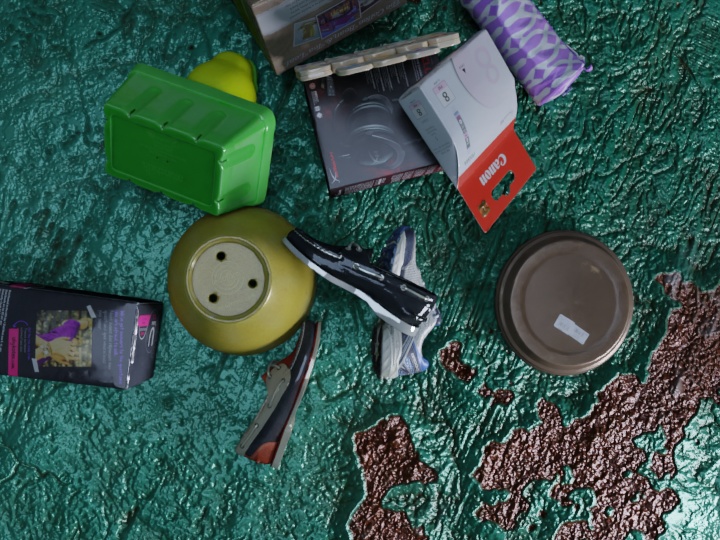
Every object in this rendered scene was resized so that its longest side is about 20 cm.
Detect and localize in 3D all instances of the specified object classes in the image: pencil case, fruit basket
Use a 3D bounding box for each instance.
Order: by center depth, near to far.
[{"bbox_3d":[-0.197,-0.184,0.809,0.213,0.217,0.157,13,125,-3],"label":"fruit basket"},{"bbox_3d":[0.218,-0.316,0.849,0.085,0.084,0.201,-38,93,31],"label":"pencil case"}]

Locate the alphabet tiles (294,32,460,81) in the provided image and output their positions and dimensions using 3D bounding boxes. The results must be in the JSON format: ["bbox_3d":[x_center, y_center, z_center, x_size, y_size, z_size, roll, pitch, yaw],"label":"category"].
[{"bbox_3d":[0.017,-0.266,0.786,0.197,0.196,0.015,-15,112,-4],"label":"alphabet tiles"}]

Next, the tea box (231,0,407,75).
[{"bbox_3d":[-0.074,-0.393,0.785,0.199,0.134,0.198,-31,72,-4],"label":"tea box"}]

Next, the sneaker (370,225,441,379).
[{"bbox_3d":[0.064,0.043,0.846,0.084,0.077,0.203,3,96,-13],"label":"sneaker"}]

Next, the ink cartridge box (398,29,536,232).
[{"bbox_3d":[0.156,-0.178,0.805,0.201,0.057,0.163,52,56,-11],"label":"ink cartridge box"}]

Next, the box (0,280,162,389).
[{"bbox_3d":[-0.361,0.076,0.785,0.197,0.122,0.108,8,87,-4],"label":"box"}]

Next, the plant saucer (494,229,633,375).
[{"bbox_3d":[0.284,0.044,0.874,0.197,0.029,0.203,0,89,-4],"label":"plant saucer"}]

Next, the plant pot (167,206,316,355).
[{"bbox_3d":[-0.153,0.011,0.790,0.197,0.142,0.203,0,89,-4],"label":"plant pot"}]

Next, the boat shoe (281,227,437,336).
[{"bbox_3d":[0.000,0.000,0.768,0.199,0.076,0.061,33,98,-9],"label":"boat shoe"}]

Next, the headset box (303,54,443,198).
[{"bbox_3d":[0.037,-0.194,0.841,0.197,0.077,0.151,-13,89,-2],"label":"headset box"}]

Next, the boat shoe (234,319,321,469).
[{"bbox_3d":[-0.103,0.155,0.829,0.062,0.071,0.202,20,92,0],"label":"boat shoe"}]
